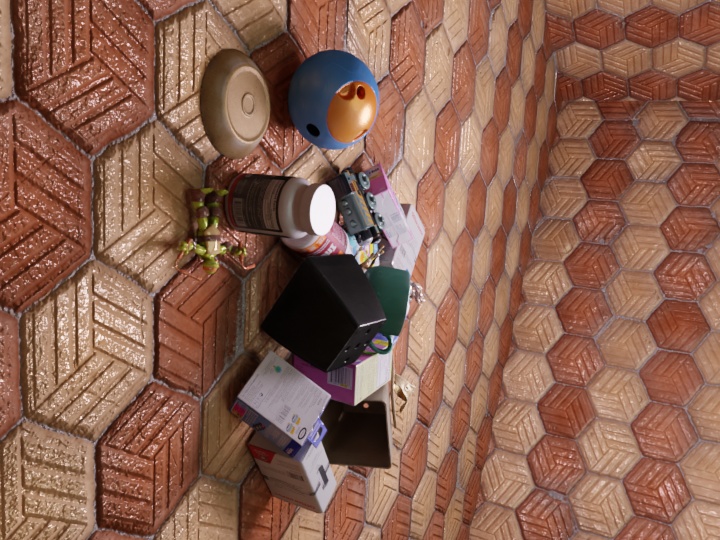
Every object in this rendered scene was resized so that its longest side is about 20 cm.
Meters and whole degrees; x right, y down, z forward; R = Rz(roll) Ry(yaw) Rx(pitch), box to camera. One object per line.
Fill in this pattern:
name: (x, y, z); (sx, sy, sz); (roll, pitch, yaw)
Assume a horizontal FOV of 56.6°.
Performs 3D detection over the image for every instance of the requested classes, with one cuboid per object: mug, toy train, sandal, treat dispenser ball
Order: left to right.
treat dispenser ball: (-0.057, -0.362, 1.423); (0.200, 0.196, 0.207); (-24, 117, -59)
toy train: (-0.011, -0.155, 1.639); (0.113, 0.084, 0.204); (-24, 92, -59)
mug: (0.045, 0.081, 1.566); (0.153, 0.111, 0.189); (107, -8, -54)
sandal: (0.107, 0.294, 1.729); (0.078, 0.068, 0.217); (87, -3, -65)

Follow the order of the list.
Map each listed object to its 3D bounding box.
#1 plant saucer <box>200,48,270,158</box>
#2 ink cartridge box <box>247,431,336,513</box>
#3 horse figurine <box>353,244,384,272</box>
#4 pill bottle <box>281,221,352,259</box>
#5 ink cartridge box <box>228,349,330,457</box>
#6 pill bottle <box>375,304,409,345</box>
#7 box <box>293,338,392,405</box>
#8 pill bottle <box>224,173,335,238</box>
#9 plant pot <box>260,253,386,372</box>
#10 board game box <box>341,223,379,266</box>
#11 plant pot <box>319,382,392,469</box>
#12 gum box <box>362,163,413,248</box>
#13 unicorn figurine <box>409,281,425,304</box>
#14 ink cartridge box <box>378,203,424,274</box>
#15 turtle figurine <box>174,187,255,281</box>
plant saucer: (-0.226, -0.317, 1.278); (0.199, 0.035, 0.206); (-25, 118, -60)
ink cartridge box: (-0.148, 0.435, 1.490); (0.084, 0.141, 0.203); (-56, 145, -40)
horse figurine: (0.000, 0.000, 1.650); (0.134, 0.050, 0.199); (-54, 165, 19)
pill bottle: (-0.093, -0.068, 1.515); (0.200, 0.110, 0.116); (41, 61, -58)
ink cartridge box: (-0.153, 0.286, 1.391); (0.137, 0.198, 0.077); (-55, 180, -40)
pill bottle: (0.069, 0.116, 1.806); (0.112, 0.110, 0.203); (-45, 158, -50)
box: (-0.040, 0.230, 1.621); (0.199, 0.172, 0.100); (-18, 114, -60)
pill bottle: (-0.154, -0.123, 1.288); (0.115, 0.195, 0.119); (-25, 119, -58)
plant pot: (-0.061, 0.101, 1.455); (0.202, 0.177, 0.198); (-54, 159, 21)
board game box: (-0.018, -0.046, 1.739); (0.200, 0.046, 0.155); (-43, 133, -52)
plant pot: (-0.005, 0.363, 1.718); (0.178, 0.194, 0.205); (-61, 149, -62)
gum box: (0.072, -0.167, 1.787); (0.115, 0.065, 0.202); (-103, 167, -47)
unicorn figurine: (0.082, 0.055, 1.889); (0.139, 0.194, 0.075); (77, 3, -56)
ink cartridge box: (0.108, -0.072, 1.937); (0.147, 0.082, 0.204); (56, 47, -52)
turtle figurine: (-0.270, -0.065, 1.222); (0.198, 0.063, 0.166); (-1, 90, -54)
